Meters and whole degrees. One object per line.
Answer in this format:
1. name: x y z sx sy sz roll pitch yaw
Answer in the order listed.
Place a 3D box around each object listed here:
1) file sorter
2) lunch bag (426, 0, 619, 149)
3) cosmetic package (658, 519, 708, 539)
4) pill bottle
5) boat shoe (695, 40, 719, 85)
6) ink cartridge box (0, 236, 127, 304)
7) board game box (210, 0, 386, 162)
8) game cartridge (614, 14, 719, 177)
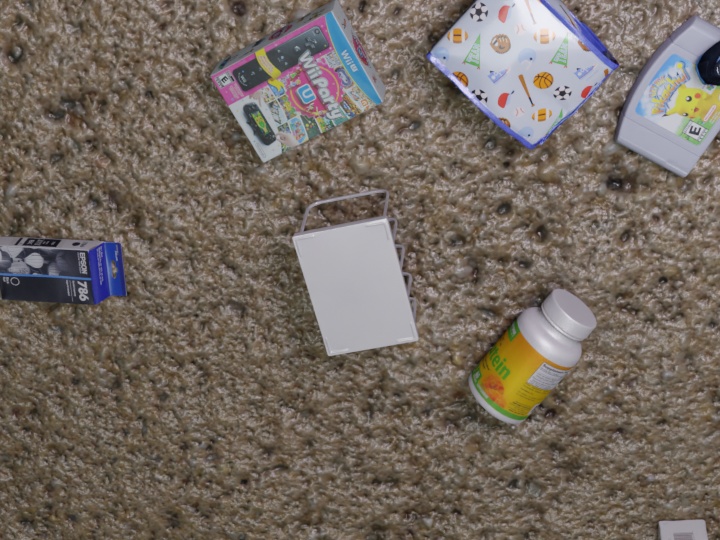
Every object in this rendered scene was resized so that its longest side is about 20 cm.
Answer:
1. file sorter: 0.000 0.000 1.697 0.138 0.125 0.201 -10 116 11
2. lunch bag: 0.217 -0.282 1.526 0.200 0.124 0.170 42 114 -6
3. cosmetic package: 0.537 0.528 1.909 0.081 0.113 0.201 -3 118 9
4. pill bottle: 0.262 0.127 1.736 0.111 0.111 0.200 32 116 -9
5. boat shoe: 0.532 -0.297 1.482 0.200 0.069 0.084 -40 100 4
6. ink cartridge box: -0.472 0.001 1.808 0.199 0.039 0.100 1 117 6
7. board game box: -0.086 -0.264 1.607 0.199 0.064 0.148 -25 112 18
8. game cartridge: 0.441 -0.238 1.568 0.133 0.041 0.201 28 117 -3
